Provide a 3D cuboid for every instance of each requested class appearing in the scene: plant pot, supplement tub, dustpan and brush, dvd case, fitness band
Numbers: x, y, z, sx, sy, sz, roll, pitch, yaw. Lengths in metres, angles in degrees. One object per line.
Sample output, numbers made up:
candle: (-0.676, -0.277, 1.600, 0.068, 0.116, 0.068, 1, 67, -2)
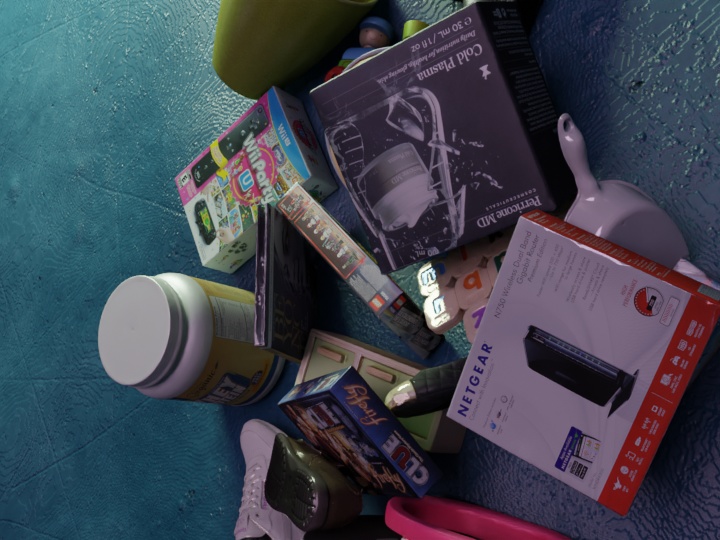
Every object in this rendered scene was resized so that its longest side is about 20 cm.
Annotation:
plant pot: (-0.103, -0.318, 1.152, 0.200, 0.185, 0.189, -49, 55, 35)
supplement tub: (-0.199, 0.084, 1.105, 0.143, 0.199, 0.148, -8, 75, 34)
dustpan and brush: (0.218, -0.048, 0.822, 0.139, 0.202, 0.057, -34, 35, -13)
dvd case: (-0.080, 0.024, 1.039, 0.016, 0.200, 0.152, -3, 77, 13)
fitness band: (0.115, 0.256, 0.871, 0.197, 0.143, 0.038, 12, 93, 32)

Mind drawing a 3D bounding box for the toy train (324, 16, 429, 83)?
toy train: (0.060, -0.238, 1.068, 0.197, 0.084, 0.117, 9, 72, 37)

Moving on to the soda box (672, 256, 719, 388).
soda box: (0.267, 0.090, 0.843, 0.063, 0.068, 0.202, 40, 104, 31)

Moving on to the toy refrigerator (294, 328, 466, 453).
toy refrigerator: (0.023, 0.130, 1.015, 0.198, 0.070, 0.077, 18, 91, 38)

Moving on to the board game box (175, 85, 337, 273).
board game box: (-0.140, -0.115, 1.192, 0.199, 0.064, 0.149, -36, 61, 24)

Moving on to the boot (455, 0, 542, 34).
boot: (0.112, -0.304, 1.036, 0.167, 0.076, 0.203, 25, 88, 33)

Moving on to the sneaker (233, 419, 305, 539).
sneaker: (-0.106, 0.263, 1.059, 0.075, 0.098, 0.202, -52, 53, 39)

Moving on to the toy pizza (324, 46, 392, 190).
toy pizza: (0.043, -0.144, 1.020, 0.197, 0.032, 0.204, 12, 118, 23)

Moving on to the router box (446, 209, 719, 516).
router box: (0.188, 0.077, 0.789, 0.178, 0.049, 0.203, 26, 112, 22)

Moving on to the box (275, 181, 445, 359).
box: (0.000, 0.000, 1.015, 0.040, 0.137, 0.200, -44, 57, 1)

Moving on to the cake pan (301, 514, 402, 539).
cake pan: (0.026, 0.286, 0.895, 0.198, 0.199, 0.037, 9, 96, 37)

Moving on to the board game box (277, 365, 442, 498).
board game box: (-0.008, 0.169, 0.941, 0.035, 0.200, 0.136, -42, 93, -22)

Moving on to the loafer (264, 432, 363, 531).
loafer: (-0.051, 0.229, 0.971, 0.200, 0.070, 0.074, -156, 78, -69)

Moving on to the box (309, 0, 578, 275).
box: (0.086, -0.129, 0.904, 0.198, 0.124, 0.199, -21, 94, 31)

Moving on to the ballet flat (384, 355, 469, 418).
ballet flat: (0.106, 0.092, 0.910, 0.057, 0.197, 0.067, 60, 156, 17)

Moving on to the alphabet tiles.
alphabet tiles: (0.146, -0.017, 0.936, 0.199, 0.015, 0.197, -34, 36, 19)
